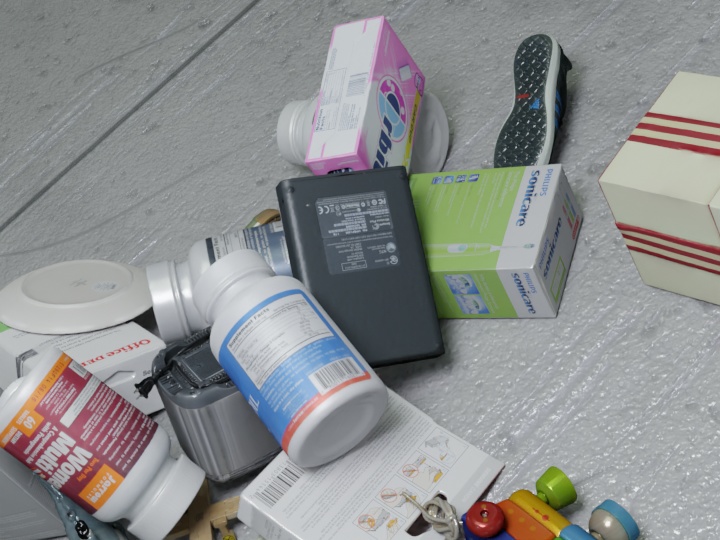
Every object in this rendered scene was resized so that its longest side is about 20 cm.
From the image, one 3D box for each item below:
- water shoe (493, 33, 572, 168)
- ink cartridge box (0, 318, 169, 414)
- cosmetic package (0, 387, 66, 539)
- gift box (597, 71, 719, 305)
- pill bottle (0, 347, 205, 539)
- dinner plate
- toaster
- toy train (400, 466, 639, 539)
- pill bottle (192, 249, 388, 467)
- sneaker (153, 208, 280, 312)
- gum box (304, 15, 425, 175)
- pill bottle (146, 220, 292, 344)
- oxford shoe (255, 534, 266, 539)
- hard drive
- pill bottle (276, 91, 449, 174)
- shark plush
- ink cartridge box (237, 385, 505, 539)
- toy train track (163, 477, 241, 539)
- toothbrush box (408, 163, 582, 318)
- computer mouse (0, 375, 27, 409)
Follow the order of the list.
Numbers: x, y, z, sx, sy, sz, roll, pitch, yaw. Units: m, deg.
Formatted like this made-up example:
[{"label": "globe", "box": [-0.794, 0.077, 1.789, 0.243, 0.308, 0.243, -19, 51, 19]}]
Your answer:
[{"label": "water shoe", "box": [0.210, -0.171, 1.574, 0.071, 0.079, 0.202, 5, 77, 38]}, {"label": "ink cartridge box", "box": [-0.328, 0.107, 1.564, 0.145, 0.085, 0.199, -21, 31, -35]}, {"label": "cosmetic package", "box": [-0.391, 0.205, 1.455, 0.106, 0.201, 0.091, -11, 42, 23]}, {"label": "gift box", "box": [0.368, -0.086, 1.307, 0.186, 0.185, 0.201, 20, 67, 44]}, {"label": "pill bottle", "box": [-0.257, 0.176, 1.340, 0.110, 0.200, 0.110, -50, 8, 10]}, {"label": "dinner plate", "box": [-0.336, 0.023, 1.618, 0.198, 0.024, 0.200, -1, 25, 0]}, {"label": "toaster", "box": [-0.126, 0.128, 1.408, 0.199, 0.130, 0.113, -29, 37, -22]}, {"label": "toy train", "box": [0.142, 0.215, 1.213, 0.115, 0.085, 0.200, -35, 46, -22]}, {"label": "pill bottle", "box": [-0.072, 0.077, 1.287, 0.112, 0.112, 0.200, -36, 62, -7]}, {"label": "sneaker", "box": [-0.172, -0.002, 1.632, 0.089, 0.067, 0.201, 19, 63, 35]}, {"label": "gum box", "box": [0.007, -0.163, 1.499, 0.066, 0.114, 0.201, -7, 56, 28]}, {"label": "pill bottle", "box": [-0.131, 0.016, 1.516, 0.198, 0.120, 0.120, -14, 41, -4]}, {"label": "oxford shoe", "box": [-0.081, 0.288, 1.295, 0.057, 0.075, 0.200, 30, 66, 16]}, {"label": "hard drive", "box": [0.000, 0.000, 1.383, 0.138, 0.033, 0.202, -8, 79, -19]}, {"label": "pill bottle", "box": [-0.001, -0.164, 1.659, 0.199, 0.111, 0.111, 6, 53, 34]}, {"label": "shark plush", "box": [-0.258, 0.267, 1.363, 0.090, 0.083, 0.201, -27, 66, -4]}, {"label": "ink cartridge box", "box": [0.012, 0.209, 1.292, 0.176, 0.045, 0.200, 32, 49, 18]}, {"label": "toy train track", "box": [-0.119, 0.247, 1.386, 0.199, 0.033, 0.115, -20, 34, 4]}, {"label": "toothbrush box", "box": [0.122, -0.029, 1.470, 0.199, 0.086, 0.146, -3, 48, 29]}, {"label": "computer mouse", "box": [-0.304, 0.179, 1.439, 0.110, 0.200, 0.044, -46, 29, -11]}]
